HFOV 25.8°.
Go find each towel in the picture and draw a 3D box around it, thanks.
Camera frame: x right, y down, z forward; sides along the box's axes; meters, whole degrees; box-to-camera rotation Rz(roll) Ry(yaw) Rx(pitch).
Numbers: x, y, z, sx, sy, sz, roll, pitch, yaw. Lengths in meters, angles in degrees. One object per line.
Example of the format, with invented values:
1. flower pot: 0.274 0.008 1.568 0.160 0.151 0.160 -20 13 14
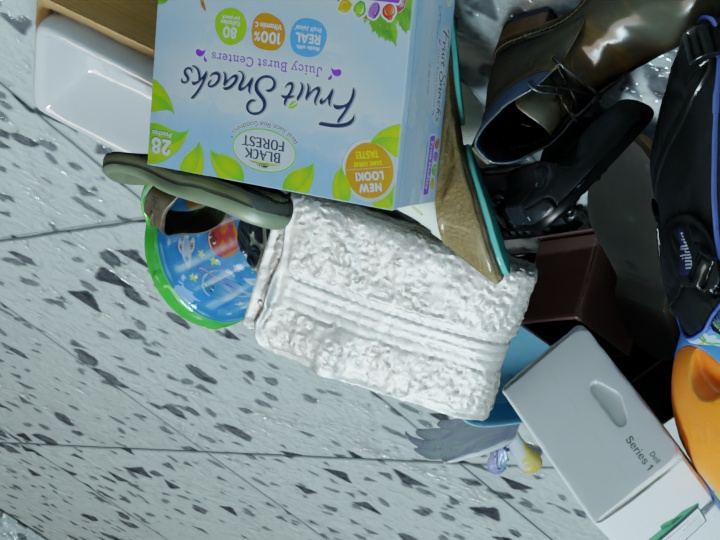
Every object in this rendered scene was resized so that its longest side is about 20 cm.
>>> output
1. towel: 0.019 0.024 1.146 0.198 0.035 0.134 18 116 0

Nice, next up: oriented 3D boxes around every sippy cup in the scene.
1. sippy cup: -0.099 -0.029 1.384 0.177 0.141 0.130 4 163 -44

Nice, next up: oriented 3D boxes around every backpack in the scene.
1. backpack: 0.254 -0.042 0.957 0.145 0.185 0.200 1 163 1

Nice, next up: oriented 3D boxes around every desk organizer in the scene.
1. desk organizer: 0.220 0.049 1.268 0.199 0.078 0.071 33 155 -33

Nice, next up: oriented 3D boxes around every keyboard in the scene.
1. keyboard: 0.099 -0.033 1.312 0.199 0.021 0.127 -4 143 48

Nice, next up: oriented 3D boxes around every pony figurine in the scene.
1. pony figurine: 0.134 0.112 1.449 0.191 0.168 0.201 -13 145 4

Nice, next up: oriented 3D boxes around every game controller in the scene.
1. game controller: 0.139 -0.067 1.040 0.042 0.104 0.200 53 180 -3

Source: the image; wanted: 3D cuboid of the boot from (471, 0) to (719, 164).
1. boot: 0.147 -0.124 0.987 0.074 0.098 0.199 35 154 -23

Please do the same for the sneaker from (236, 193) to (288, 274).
1. sneaker: 0.000 0.000 1.214 0.198 0.078 0.086 19 177 5

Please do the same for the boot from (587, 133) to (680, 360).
1. boot: 0.221 -0.031 1.160 0.073 0.075 0.201 29 149 43

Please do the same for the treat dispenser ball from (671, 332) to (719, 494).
1. treat dispenser ball: 0.321 0.084 1.118 0.199 0.202 0.201 20 156 9

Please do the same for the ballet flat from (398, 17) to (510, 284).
1. ballet flat: 0.047 -0.084 1.070 0.072 0.202 0.068 -13 -173 7

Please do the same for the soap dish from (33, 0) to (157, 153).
1. soap dish: -0.158 -0.148 1.242 0.198 0.082 0.158 25 156 -2

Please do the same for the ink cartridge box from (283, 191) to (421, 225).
1. ink cartridge box: -0.008 -0.064 1.220 0.172 0.044 0.200 18 174 23

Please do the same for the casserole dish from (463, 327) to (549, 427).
1. casserole dish: 0.140 0.062 1.298 0.198 0.123 0.039 -3 -160 -38

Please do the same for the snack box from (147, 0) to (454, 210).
1. snack box: -0.041 -0.139 1.044 0.198 0.171 0.067 13 -166 29

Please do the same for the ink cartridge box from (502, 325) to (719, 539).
1. ink cartridge box: 0.207 0.154 1.216 0.200 0.084 0.147 46 -172 -49

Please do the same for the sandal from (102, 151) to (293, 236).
1. sandal: -0.126 -0.049 1.138 0.079 0.058 0.200 3 -168 -38

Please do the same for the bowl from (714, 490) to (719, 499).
1. bowl: 0.391 0.199 1.401 0.198 0.108 0.201 20 155 10

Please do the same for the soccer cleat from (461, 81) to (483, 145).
1. soccer cleat: -0.006 -0.138 1.130 0.198 0.070 0.078 24 174 10
